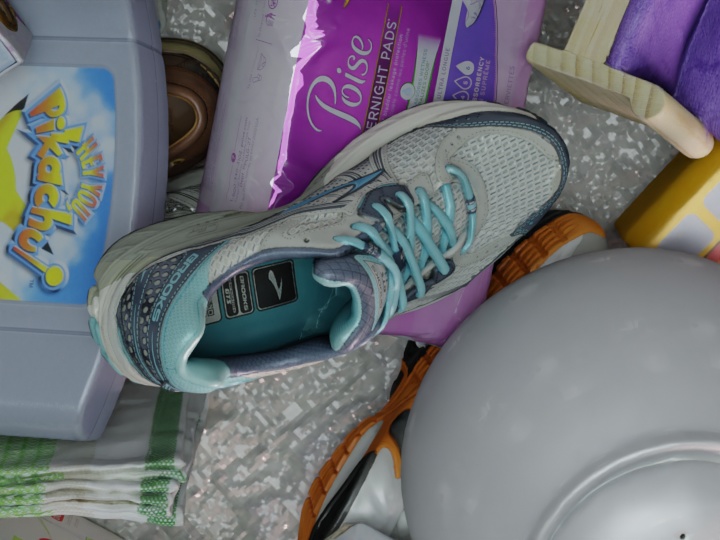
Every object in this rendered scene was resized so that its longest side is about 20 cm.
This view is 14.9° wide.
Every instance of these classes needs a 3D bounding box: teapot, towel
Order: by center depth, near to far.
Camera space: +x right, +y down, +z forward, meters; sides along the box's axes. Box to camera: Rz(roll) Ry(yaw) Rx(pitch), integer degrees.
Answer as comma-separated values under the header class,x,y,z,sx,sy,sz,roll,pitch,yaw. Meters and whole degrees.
class,x,y,z,sx,sy,sz,roll,pitch,yaw
teapot,0.117,0.096,1.095,0.196,0.146,0.201,6,116,-15
towel,-0.165,0.077,1.157,0.199,0.149,0.031,-2,103,1

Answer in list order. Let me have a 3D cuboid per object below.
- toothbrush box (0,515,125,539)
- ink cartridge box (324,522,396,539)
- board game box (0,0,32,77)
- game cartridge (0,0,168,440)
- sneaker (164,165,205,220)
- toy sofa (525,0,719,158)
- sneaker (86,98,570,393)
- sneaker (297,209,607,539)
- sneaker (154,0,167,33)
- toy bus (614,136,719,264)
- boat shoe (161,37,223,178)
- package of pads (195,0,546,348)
class,x,y,z,sx,sy,sz,roll,pitch,yaw
toothbrush box,-0.116,0.174,1.176,0.199,0.146,0.086,28,100,-4
ink cartridge box,0.064,0.225,1.135,0.198,0.201,0.043,29,127,-27
board game box,-0.265,-0.113,1.076,0.199,0.041,0.200,-31,108,11
game cartridge,-0.145,-0.034,1.119,0.132,0.040,0.201,3,85,14
sneaker,-0.099,0.009,1.178,0.199,0.082,0.078,-18,99,-1
toy sofa,0.155,-0.148,1.120,0.097,0.083,0.201,23,89,23
sneaker,0.000,0.000,1.049,0.199,0.086,0.078,-26,112,-15
sneaker,0.057,0.067,1.203,0.092,0.076,0.200,31,104,-16
sneaker,-0.043,-0.181,1.156,0.200,0.077,0.081,-37,108,11
toy bus,0.177,-0.034,1.180,0.078,0.065,0.200,42,97,-7
boat shoe,-0.152,-0.053,1.175,0.199,0.068,0.072,-14,100,2
package of pads,0.003,-0.069,1.124,0.120,0.076,0.201,7,99,-28
